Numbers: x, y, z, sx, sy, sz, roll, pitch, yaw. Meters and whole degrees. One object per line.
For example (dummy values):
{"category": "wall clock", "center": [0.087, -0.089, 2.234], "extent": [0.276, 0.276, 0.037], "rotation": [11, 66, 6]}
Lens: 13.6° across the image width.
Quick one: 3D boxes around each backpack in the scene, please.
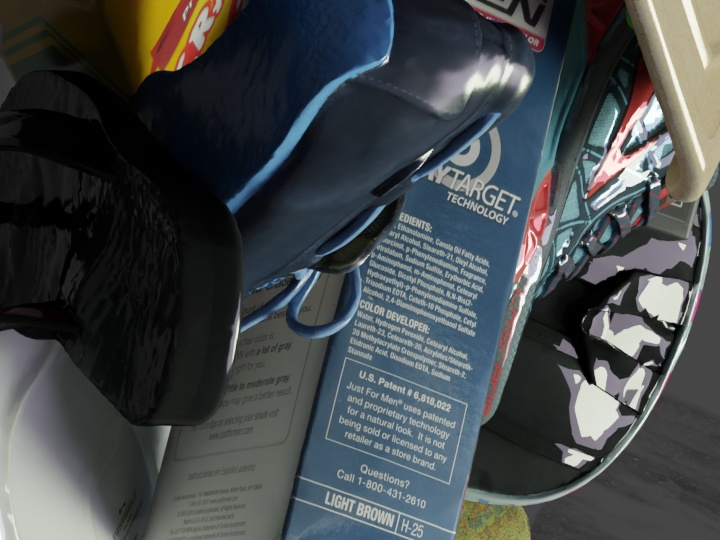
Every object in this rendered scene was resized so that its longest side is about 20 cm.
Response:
{"category": "backpack", "center": [0.020, -0.011, 1.104], "extent": [0.151, 0.199, 0.178], "rotation": [-156, -93, -79]}

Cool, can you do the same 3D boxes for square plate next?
{"category": "square plate", "center": [-0.082, 0.078, 0.935], "extent": [0.200, 0.028, 0.199], "rotation": [-65, 146, -57]}

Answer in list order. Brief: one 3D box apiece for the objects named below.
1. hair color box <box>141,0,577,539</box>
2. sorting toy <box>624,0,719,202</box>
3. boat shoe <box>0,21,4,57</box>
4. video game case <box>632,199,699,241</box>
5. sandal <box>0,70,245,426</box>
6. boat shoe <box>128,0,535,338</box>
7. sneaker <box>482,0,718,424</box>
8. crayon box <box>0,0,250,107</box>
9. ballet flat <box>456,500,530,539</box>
{"category": "hair color box", "center": [0.000, 0.000, 0.925], "extent": [0.100, 0.060, 0.201], "rotation": [-14, -121, 60]}
{"category": "sorting toy", "center": [0.108, -0.151, 0.926], "extent": [0.186, 0.036, 0.201], "rotation": [-61, 147, -35]}
{"category": "boat shoe", "center": [-0.121, 0.025, 0.760], "extent": [0.071, 0.069, 0.201], "rotation": [-7, 118, -76]}
{"category": "video game case", "center": [0.057, -0.131, 1.033], "extent": [0.025, 0.180, 0.201], "rotation": [2, -105, 68]}
{"category": "sandal", "center": [-0.083, -0.012, 0.787], "extent": [0.200, 0.048, 0.076], "rotation": [-155, -109, -67]}
{"category": "boat shoe", "center": [-0.018, -0.020, 0.787], "extent": [0.200, 0.068, 0.085], "rotation": [159, -63, -66]}
{"category": "sneaker", "center": [0.077, -0.035, 0.987], "extent": [0.079, 0.095, 0.201], "rotation": [5, -108, 67]}
{"category": "crayon box", "center": [-0.060, -0.114, 0.848], "extent": [0.200, 0.051, 0.128], "rotation": [76, 38, -74]}
{"category": "ballet flat", "center": [-0.037, 0.111, 1.130], "extent": [0.071, 0.199, 0.071], "rotation": [-10, 90, -77]}
